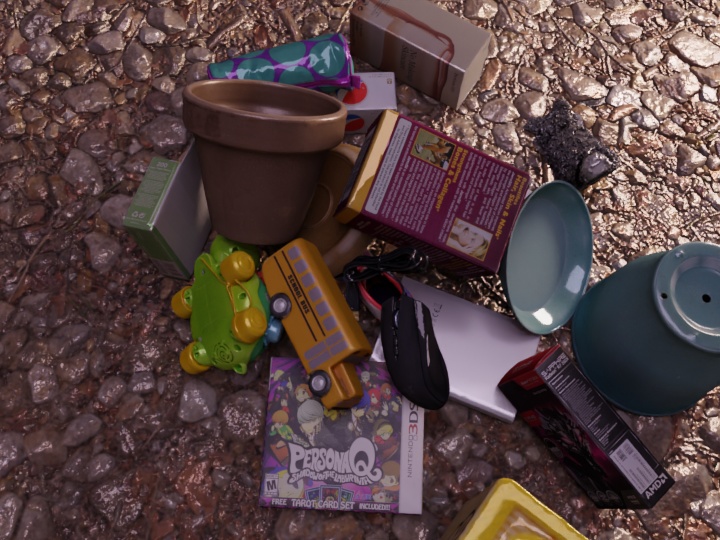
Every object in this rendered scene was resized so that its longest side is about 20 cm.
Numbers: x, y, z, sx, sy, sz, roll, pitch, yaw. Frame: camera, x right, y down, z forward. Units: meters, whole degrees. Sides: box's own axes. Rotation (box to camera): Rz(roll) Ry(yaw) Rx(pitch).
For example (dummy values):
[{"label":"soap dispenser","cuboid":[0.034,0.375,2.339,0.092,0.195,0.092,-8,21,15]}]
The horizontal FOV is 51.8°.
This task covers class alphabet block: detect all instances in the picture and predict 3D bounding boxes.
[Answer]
[{"label":"alphabet block","cuboid":[0.155,0.362,0.777,0.196,0.200,0.196,35,71,12]}]

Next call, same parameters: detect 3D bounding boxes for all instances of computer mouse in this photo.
[{"label":"computer mouse","cuboid":[0.031,0.074,0.889,0.046,0.140,0.202,-19,102,-44]}]

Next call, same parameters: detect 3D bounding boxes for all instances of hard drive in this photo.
[{"label":"hard drive","cuboid":[0.125,0.102,0.981,0.199,0.026,0.133,21,68,7]}]

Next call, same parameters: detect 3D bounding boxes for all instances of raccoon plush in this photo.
[{"label":"raccoon plush","cuboid":[0.296,-0.185,1.025,0.096,0.200,0.135,-29,84,-3]}]

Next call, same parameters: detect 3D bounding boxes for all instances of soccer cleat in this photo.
[{"label":"soccer cleat","cuboid":[0.000,0.000,0.979,0.067,0.077,0.200,-38,61,-12]}]

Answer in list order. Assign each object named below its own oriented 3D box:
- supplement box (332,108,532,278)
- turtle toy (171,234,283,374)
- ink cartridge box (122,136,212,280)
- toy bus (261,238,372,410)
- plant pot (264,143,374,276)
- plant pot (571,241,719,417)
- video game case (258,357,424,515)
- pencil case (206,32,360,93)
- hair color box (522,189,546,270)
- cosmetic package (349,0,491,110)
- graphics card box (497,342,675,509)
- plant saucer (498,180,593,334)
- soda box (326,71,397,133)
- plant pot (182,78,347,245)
[{"label":"supplement box","cuboid":[0.085,-0.089,0.906,0.199,0.103,0.132,24,81,-9]},{"label":"turtle toy","cuboid":[-0.162,0.037,0.951,0.145,0.101,0.202,-30,64,35]},{"label":"ink cartridge box","cuboid":[-0.231,-0.107,0.992,0.048,0.146,0.201,12,66,13]},{"label":"toy bus","cuboid":[-0.049,0.067,0.901,0.078,0.065,0.201,-33,70,10]},{"label":"plant pot","cuboid":[-0.059,-0.084,0.997,0.199,0.027,0.202,-13,65,29]},{"label":"plant pot","cuboid":[0.387,0.060,0.915,0.198,0.188,0.202,1,67,-3]},{"label":"video game case","cuboid":[-0.020,0.202,0.916,0.198,0.036,0.183,3,72,3]},{"label":"pencil case","cuboid":[-0.107,-0.267,1.030,0.198,0.085,0.093,-17,53,-8]},{"label":"hair color box","cuboid":[0.139,-0.081,1.002,0.199,0.065,0.110,22,81,-11]},{"label":"cosmetic package","cuboid":[0.087,-0.344,1.129,0.199,0.104,0.088,30,71,12]},{"label":"graphics card box","cuboid":[0.260,0.189,0.879,0.051,0.126,0.200,-38,84,-19]},{"label":"plant saucer","cuboid":[0.239,-0.018,0.974,0.036,0.200,0.201,9,59,47]},{"label":"soda box","cuboid":[-0.047,-0.247,1.104,0.198,0.064,0.069,-2,67,-2]},{"label":"plant pot","cuboid":[-0.124,-0.131,0.925,0.198,0.176,0.201,8,23,-3]}]
